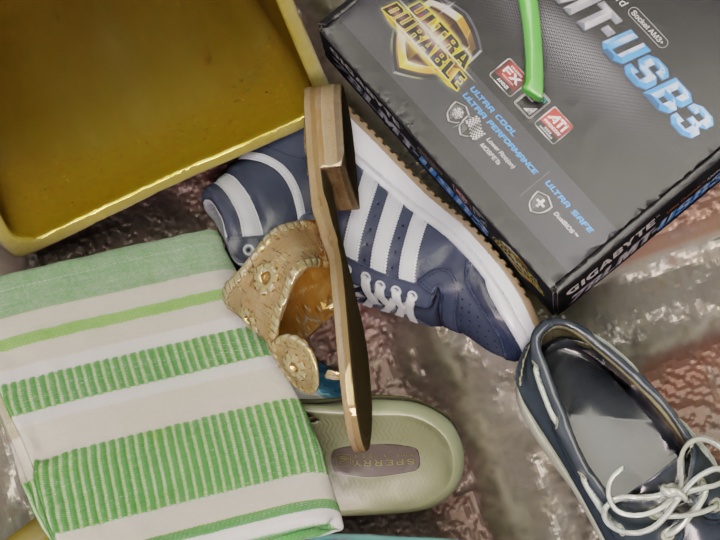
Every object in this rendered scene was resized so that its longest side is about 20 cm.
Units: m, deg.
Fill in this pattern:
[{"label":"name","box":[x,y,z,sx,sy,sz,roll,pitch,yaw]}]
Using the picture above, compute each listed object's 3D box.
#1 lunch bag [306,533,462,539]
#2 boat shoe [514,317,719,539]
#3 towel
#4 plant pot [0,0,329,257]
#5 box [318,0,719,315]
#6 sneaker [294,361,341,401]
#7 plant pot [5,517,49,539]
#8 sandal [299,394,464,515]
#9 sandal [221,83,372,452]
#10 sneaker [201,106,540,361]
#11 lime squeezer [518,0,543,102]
[{"label":"lunch bag","box":[0.010,0.228,1.413,0.160,0.077,0.201,-4,63,45]},{"label":"boat shoe","box":[0.149,0.107,1.430,0.075,0.062,0.200,-29,69,-9]},{"label":"towel","box":[-0.108,0.068,1.420,0.152,0.023,0.200,-13,50,-19]},{"label":"plant pot","box":[-0.155,-0.170,1.519,0.195,0.194,0.200,-24,46,-1]},{"label":"box","box":[0.114,-0.113,1.505,0.198,0.050,0.200,-39,73,-6]},{"label":"sneaker","box":[-0.088,0.070,1.508,0.199,0.077,0.081,15,96,4]},{"label":"plant pot","box":[-0.157,0.222,1.403,0.201,0.201,0.189,35,61,13]},{"label":"sandal","box":[-0.048,0.104,1.449,0.200,0.057,0.080,-9,114,6]},{"label":"sandal","box":[-0.036,0.003,1.447,0.069,0.078,0.212,-7,59,6]},{"label":"sneaker","box":[0.000,0.000,1.519,0.108,0.070,0.200,-39,67,-14]},{"label":"lime squeezer","box":[0.112,-0.190,1.487,0.070,0.038,0.200,27,74,15]}]
